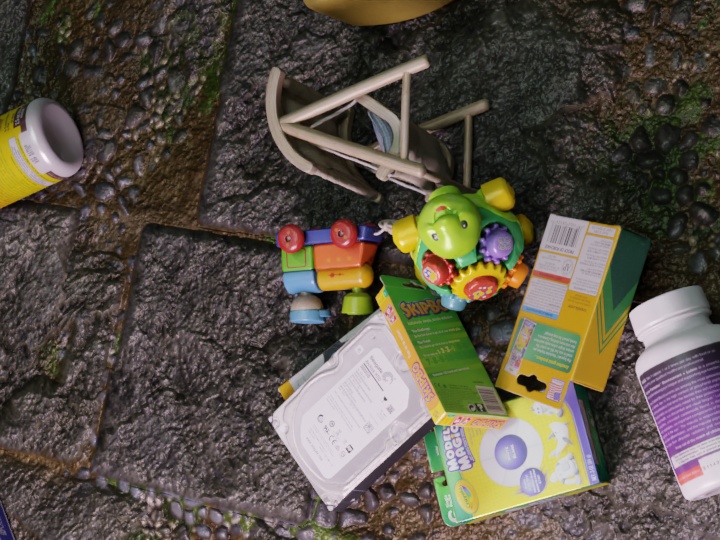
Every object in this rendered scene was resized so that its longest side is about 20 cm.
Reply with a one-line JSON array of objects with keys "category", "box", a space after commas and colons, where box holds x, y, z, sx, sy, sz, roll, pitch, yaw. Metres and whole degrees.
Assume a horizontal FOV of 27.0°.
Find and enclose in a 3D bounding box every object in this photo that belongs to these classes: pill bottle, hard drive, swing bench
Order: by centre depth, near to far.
[{"category": "pill bottle", "box": [0.349, 0.124, 1.540, 0.111, 0.111, 0.202, -25, 73, 21]}, {"category": "swing bench", "box": [0.021, -0.149, 1.690, 0.198, 0.199, 0.131, -1, 82, 26]}, {"category": "hard drive", "box": [0.003, 0.157, 1.701, 0.200, 0.038, 0.140, -43, 65, 14]}, {"category": "pill bottle", "box": [-0.473, -0.144, 1.980, 0.198, 0.109, 0.110, -22, 74, 21]}]

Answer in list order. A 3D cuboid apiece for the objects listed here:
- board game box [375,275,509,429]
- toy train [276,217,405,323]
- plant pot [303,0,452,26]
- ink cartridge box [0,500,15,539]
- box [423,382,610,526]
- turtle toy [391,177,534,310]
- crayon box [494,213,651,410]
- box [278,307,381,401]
[{"category": "board game box", "box": [0.086, 0.088, 1.658, 0.030, 0.095, 0.201, -51, 47, 34]}, {"category": "toy train", "box": [0.000, 0.000, 1.747, 0.198, 0.084, 0.117, -4, 86, 25]}, {"category": "plant pot", "box": [0.016, -0.393, 1.738, 0.199, 0.195, 0.196, -33, 70, 25]}, {"category": "ink cartridge box", "box": [-0.523, 0.426, 1.962, 0.199, 0.041, 0.201, -34, 70, 18]}, {"category": "box", "box": [0.164, 0.205, 1.655, 0.198, 0.048, 0.119, -21, 73, 24]}, {"category": "turtle toy", "box": [0.113, -0.028, 1.632, 0.145, 0.200, 0.102, -23, 54, 11]}, {"category": "crayon box", "box": [0.227, 0.047, 1.609, 0.125, 0.051, 0.202, 16, 87, 60]}, {"category": "box", "box": [0.011, 0.130, 1.746, 0.199, 0.041, 0.120, -37, 69, 14]}]
